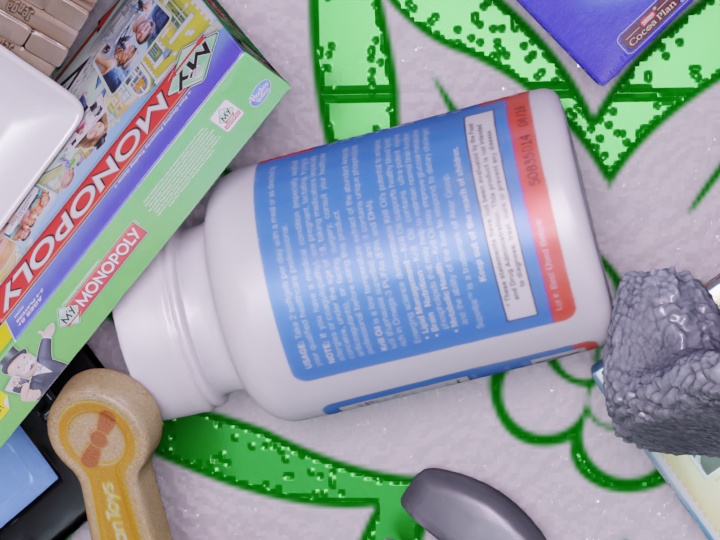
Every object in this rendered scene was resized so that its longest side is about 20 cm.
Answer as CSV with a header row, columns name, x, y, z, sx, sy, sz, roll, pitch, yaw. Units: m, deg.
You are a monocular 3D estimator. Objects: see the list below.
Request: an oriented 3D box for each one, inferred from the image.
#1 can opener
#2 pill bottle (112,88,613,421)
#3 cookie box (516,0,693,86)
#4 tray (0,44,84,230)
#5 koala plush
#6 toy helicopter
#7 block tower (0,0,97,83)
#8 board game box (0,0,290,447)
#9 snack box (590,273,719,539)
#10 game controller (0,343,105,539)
name,x,y,z,sx,sy,sz,roll,pitch,yaw
can opener,0.095,0.164,0.869,0.200,0.053,0.067,35,97,3
pill bottle,0.000,0.000,0.838,0.199,0.112,0.113,-14,93,7
cookie box,0.090,-0.199,0.773,0.171,0.075,0.200,-44,133,8
tray,-0.215,-0.019,0.831,0.107,0.022,0.200,35,94,-25
koala plush,0.212,-0.022,0.756,0.176,0.184,0.201,20,70,-10
toy helicopter,-0.103,0.132,0.857,0.131,0.079,0.201,0,117,20
block tower,-0.105,-0.167,0.806,0.058,0.054,0.200,30,122,-13
board game box,-0.121,-0.032,0.844,0.029,0.135,0.200,35,99,-32
snack box,0.212,0.032,0.851,0.200,0.037,0.116,-36,89,8
game controller,-0.192,0.103,0.906,0.200,0.042,0.104,-40,89,8
